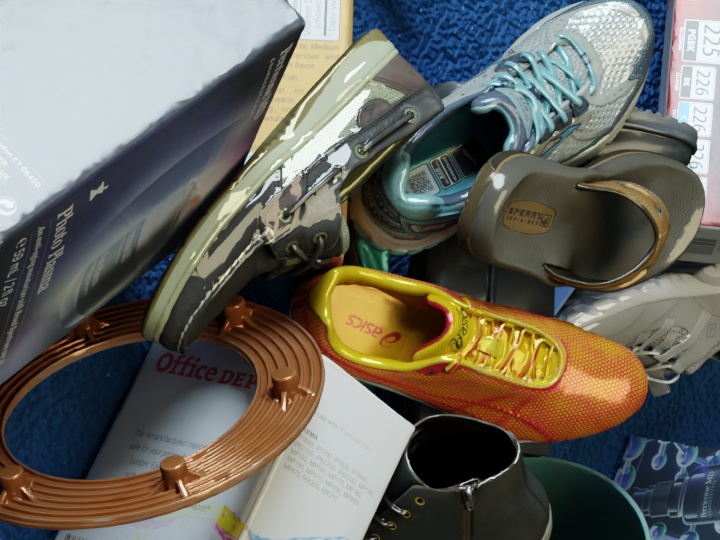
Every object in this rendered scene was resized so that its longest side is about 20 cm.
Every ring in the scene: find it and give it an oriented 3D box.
[{"bbox_3d":[-0.117,0.063,1.465,0.200,0.200,0.019,-32,125,-32],"label":"ring"}]

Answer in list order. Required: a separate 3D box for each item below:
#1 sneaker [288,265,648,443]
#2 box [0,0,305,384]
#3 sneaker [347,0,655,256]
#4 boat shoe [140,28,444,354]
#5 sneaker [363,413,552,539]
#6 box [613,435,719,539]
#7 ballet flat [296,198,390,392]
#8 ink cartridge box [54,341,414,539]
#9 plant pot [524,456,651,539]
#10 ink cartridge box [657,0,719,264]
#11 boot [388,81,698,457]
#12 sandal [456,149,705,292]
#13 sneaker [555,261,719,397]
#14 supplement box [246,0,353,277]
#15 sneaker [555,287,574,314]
[{"bbox_3d":[0.060,0.047,1.552,0.199,0.077,0.073,12,80,-13],"label":"sneaker"},{"bbox_3d":[-0.151,-0.060,1.410,0.123,0.200,0.198,45,61,10],"label":"box"},{"bbox_3d":[0.086,-0.079,1.567,0.200,0.086,0.078,-39,89,-13],"label":"sneaker"},{"bbox_3d":[-0.031,-0.032,1.482,0.066,0.072,0.201,37,73,3],"label":"boat shoe"},{"bbox_3d":[-0.001,0.129,1.579,0.106,0.199,0.075,68,7,-58],"label":"sneaker"},{"bbox_3d":[0.235,0.195,1.757,0.107,0.200,0.149,31,75,-35],"label":"box"},{"bbox_3d":[0.000,0.000,1.634,0.070,0.067,0.201,-3,96,-36],"label":"ballet flat"},{"bbox_3d":[-0.080,0.141,1.535,0.086,0.147,0.200,38,72,-37],"label":"ink cartridge box"},{"bbox_3d":[0.083,0.231,1.650,0.200,0.200,0.161,-40,130,-28],"label":"plant pot"},{"bbox_3d":[0.267,-0.105,1.745,0.175,0.084,0.201,5,76,2],"label":"ink cartridge box"},{"bbox_3d":[0.103,0.007,1.635,0.164,0.066,0.201,7,78,-12],"label":"boot"},{"bbox_3d":[0.128,-0.025,1.560,0.200,0.055,0.082,8,102,-53],"label":"sandal"},{"bbox_3d":[0.173,0.039,1.770,0.200,0.075,0.082,-11,100,-38],"label":"sneaker"},{"bbox_3d":[-0.037,-0.101,1.564,0.069,0.067,0.201,4,80,-2],"label":"supplement box"},{"bbox_3d":[0.099,-0.033,1.709,0.078,0.070,0.200,47,66,-33],"label":"sneaker"}]
